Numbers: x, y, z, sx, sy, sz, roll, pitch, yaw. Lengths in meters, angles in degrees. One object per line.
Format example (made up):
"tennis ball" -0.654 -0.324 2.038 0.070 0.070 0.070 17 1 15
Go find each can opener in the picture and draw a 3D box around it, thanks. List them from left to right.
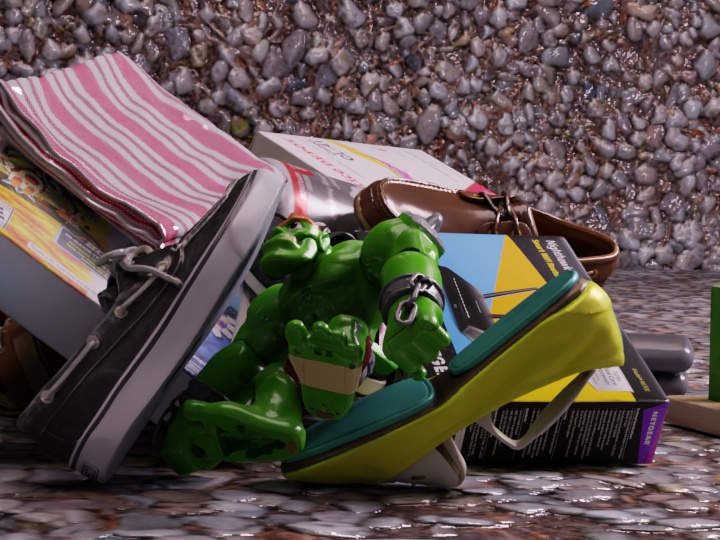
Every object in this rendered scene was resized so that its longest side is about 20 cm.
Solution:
"can opener" 0.150 0.077 1.554 0.200 0.053 0.067 0 38 -8

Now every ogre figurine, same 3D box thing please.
"ogre figurine" -0.023 0.035 1.108 0.098 0.200 0.120 30 44 -7

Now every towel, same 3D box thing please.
"towel" -0.134 -0.079 1.279 0.146 0.030 0.200 38 23 8

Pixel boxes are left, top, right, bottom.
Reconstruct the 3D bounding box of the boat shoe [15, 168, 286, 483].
"boat shoe" -0.113 0.017 1.123 0.068 0.199 0.074 32 -16 3

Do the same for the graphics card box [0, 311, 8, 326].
"graphics card box" -0.212 -0.007 1.520 0.125 0.051 0.200 -28 0 -1

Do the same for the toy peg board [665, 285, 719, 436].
"toy peg board" 0.337 0.064 1.379 0.199 0.098 0.200 0 4 -24

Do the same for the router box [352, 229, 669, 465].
"router box" 0.084 0.045 1.285 0.149 0.051 0.200 1 30 -17

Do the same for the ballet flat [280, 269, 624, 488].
"ballet flat" 0.054 0.077 1.119 0.200 0.067 0.067 -32 11 3

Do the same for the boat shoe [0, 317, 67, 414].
"boat shoe" -0.215 0.057 1.361 0.074 0.076 0.200 -25 0 -12

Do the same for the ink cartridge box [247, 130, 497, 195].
"ink cartridge box" 0.018 -0.038 1.628 0.148 0.086 0.200 34 19 37

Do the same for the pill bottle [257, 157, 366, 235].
"pill bottle" 0.000 0.000 1.452 0.200 0.114 0.114 16 -4 -29

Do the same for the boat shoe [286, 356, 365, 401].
"boat shoe" 0.024 0.067 1.346 0.200 0.065 0.074 22 33 17

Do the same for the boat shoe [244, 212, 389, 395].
"boat shoe" -0.021 0.004 1.268 0.072 0.068 0.200 18 16 -30

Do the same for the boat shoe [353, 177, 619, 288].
"boat shoe" 0.088 -0.027 1.405 0.200 0.072 0.068 19 -46 -30

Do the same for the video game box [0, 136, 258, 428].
"video game box" -0.145 0.001 1.235 0.200 0.047 0.182 38 19 -14
